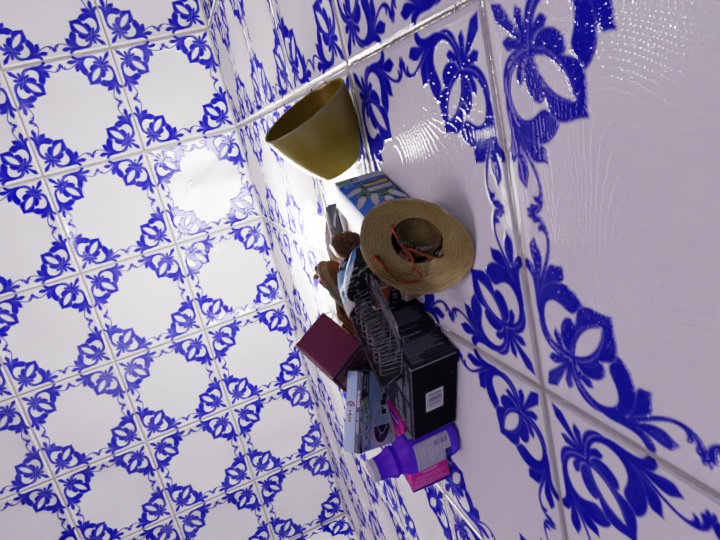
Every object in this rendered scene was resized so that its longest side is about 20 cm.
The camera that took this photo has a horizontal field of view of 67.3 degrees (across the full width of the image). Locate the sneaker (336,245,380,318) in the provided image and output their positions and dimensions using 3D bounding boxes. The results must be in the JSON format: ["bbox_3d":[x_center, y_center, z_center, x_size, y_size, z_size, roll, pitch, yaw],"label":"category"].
[{"bbox_3d":[-0.017,0.012,1.015,0.091,0.077,0.201,56,157,23],"label":"sneaker"}]

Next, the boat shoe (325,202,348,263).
[{"bbox_3d":[-0.047,-0.071,1.360,0.073,0.061,0.204,-27,-69,-62],"label":"boat shoe"}]

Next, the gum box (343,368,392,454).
[{"bbox_3d":[0.033,0.315,1.244,0.199,0.044,0.174,13,-101,-60],"label":"gum box"}]

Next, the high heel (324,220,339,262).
[{"bbox_3d":[-0.075,-0.052,1.482,0.142,0.071,0.203,24,139,61],"label":"high heel"}]

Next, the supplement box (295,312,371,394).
[{"bbox_3d":[-0.047,0.207,1.271,0.130,0.104,0.201,36,168,29],"label":"supplement box"}]

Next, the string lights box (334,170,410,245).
[{"bbox_3d":[0.034,-0.112,1.009,0.200,0.101,0.060,-128,25,-50],"label":"string lights box"}]

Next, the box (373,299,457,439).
[{"bbox_3d":[0.107,0.195,1.097,0.183,0.102,0.203,-128,25,-48],"label":"box"}]

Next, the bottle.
[{"bbox_3d":[0.108,0.375,1.119,0.065,0.197,0.085,-142,34,-62],"label":"bottle"}]

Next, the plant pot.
[{"bbox_3d":[-0.077,-0.274,1.118,0.143,0.199,0.200,51,175,-28],"label":"plant pot"}]

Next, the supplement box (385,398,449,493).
[{"bbox_3d":[0.131,0.382,1.232,0.101,0.102,0.204,-135,32,-60],"label":"supplement box"}]

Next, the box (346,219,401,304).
[{"bbox_3d":[0.029,-0.025,1.234,0.199,0.049,0.203,-129,26,-51],"label":"box"}]

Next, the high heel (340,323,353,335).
[{"bbox_3d":[0.016,0.194,1.371,0.199,0.071,0.145,21,-133,-63],"label":"high heel"}]

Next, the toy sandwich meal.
[{"bbox_3d":[-0.034,0.064,1.188,0.205,0.070,0.206,42,-164,-15],"label":"toy sandwich meal"}]

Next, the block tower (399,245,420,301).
[{"bbox_3d":[0.073,-0.034,1.053,0.058,0.053,0.202,93,155,-55],"label":"block tower"}]

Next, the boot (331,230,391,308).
[{"bbox_3d":[0.000,0.000,1.147,0.201,0.074,0.108,51,158,41],"label":"boot"}]

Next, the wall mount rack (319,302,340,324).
[{"bbox_3d":[-0.105,0.228,1.933,0.174,0.073,0.203,109,141,-66],"label":"wall mount rack"}]

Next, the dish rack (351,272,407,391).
[{"bbox_3d":[0.031,0.106,0.954,0.201,0.054,0.155,86,159,-59],"label":"dish rack"}]

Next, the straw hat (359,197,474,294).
[{"bbox_3d":[0.095,-0.061,0.875,0.203,0.197,0.086,88,-159,-45],"label":"straw hat"}]
